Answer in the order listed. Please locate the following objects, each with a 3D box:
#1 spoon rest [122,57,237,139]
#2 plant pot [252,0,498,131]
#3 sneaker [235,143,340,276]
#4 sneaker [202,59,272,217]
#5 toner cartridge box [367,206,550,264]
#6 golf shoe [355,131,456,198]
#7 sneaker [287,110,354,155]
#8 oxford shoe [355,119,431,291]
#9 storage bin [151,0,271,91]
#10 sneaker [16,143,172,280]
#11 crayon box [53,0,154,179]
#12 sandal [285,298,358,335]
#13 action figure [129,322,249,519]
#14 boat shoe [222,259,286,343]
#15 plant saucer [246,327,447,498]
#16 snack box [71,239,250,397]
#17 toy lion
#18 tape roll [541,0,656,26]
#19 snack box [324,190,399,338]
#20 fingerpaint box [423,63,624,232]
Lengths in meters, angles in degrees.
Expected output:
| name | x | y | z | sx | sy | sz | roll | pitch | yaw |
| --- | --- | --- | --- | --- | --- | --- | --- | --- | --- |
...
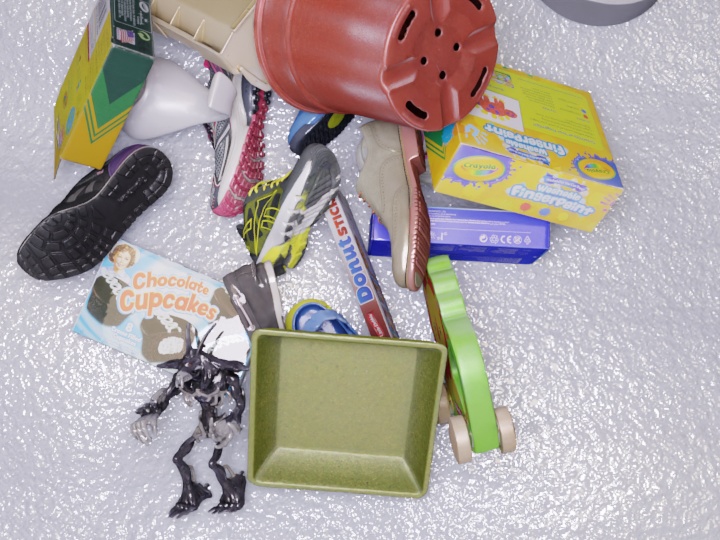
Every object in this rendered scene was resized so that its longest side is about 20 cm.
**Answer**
| name | x | y | z | sx | sy | sz | roll | pitch | yaw |
| --- | --- | --- | --- | --- | --- | --- | --- | --- | --- |
| spoon rest | -0.208 | -0.193 | 1.123 | 0.198 | 0.060 | 0.101 | 11 | 82 | 42 |
| plant pot | 0.024 | -0.236 | 1.013 | 0.201 | 0.201 | 0.195 | -51 | 43 | -8 |
| sneaker | -0.090 | -0.072 | 1.088 | 0.074 | 0.201 | 0.085 | -27 | 68 | -43 |
| sneaker | -0.150 | -0.158 | 1.151 | 0.074 | 0.081 | 0.203 | 1 | 73 | 12 |
| toner cartridge box | 0.109 | -0.040 | 1.130 | 0.197 | 0.095 | 0.044 | 3 | 81 | -3 |
| golf shoe | 0.094 | -0.130 | 1.146 | 0.197 | 0.092 | 0.076 | 3 | 80 | -3 |
| sneaker | -0.030 | -0.224 | 1.172 | 0.078 | 0.066 | 0.201 | 37 | 81 | 15 |
| oxford shoe | 0.034 | -0.071 | 1.057 | 0.073 | 0.071 | 0.203 | -7 | 66 | 12 |
| storage bin | -0.135 | -0.324 | 1.118 | 0.199 | 0.094 | 0.199 | 32 | 81 | 35 |
| sneaker | -0.303 | -0.067 | 1.126 | 0.200 | 0.087 | 0.076 | -41 | 121 | -15 |
| crayon box | -0.286 | -0.206 | 1.095 | 0.050 | 0.200 | 0.128 | 13 | 45 | -30 |
| sandal | -0.009 | 0.112 | 1.108 | 0.200 | 0.087 | 0.080 | 43 | 80 | 2 |
| action figure | -0.173 | 0.163 | 1.060 | 0.117 | 0.102 | 0.203 | -2 | 101 | 17 |
| boat shoe | -0.104 | 0.086 | 1.094 | 0.056 | 0.067 | 0.203 | -13 | 109 | -4 |
| plant saucer | -0.017 | 0.143 | 1.052 | 0.197 | 0.048 | 0.202 | 5 | 119 | -1 |
| snack box | -0.212 | 0.054 | 1.131 | 0.198 | 0.037 | 0.117 | 22 | 81 | 1 |
| toy lion | 0.103 | 0.083 | 1.066 | 0.068 | 0.200 | 0.194 | -12 | 101 | -2 |
| tape roll | 0.296 | -0.405 | 1.208 | 0.197 | 0.066 | 0.203 | 0 | 82 | -2 |
| snack box | 0.000 | 0.000 | 1.110 | 0.024 | 0.072 | 0.202 | -23 | 71 | 6 |
| fingerpaint box | 0.170 | -0.144 | 1.095 | 0.197 | 0.074 | 0.168 | 12 | 45 | -20 |
